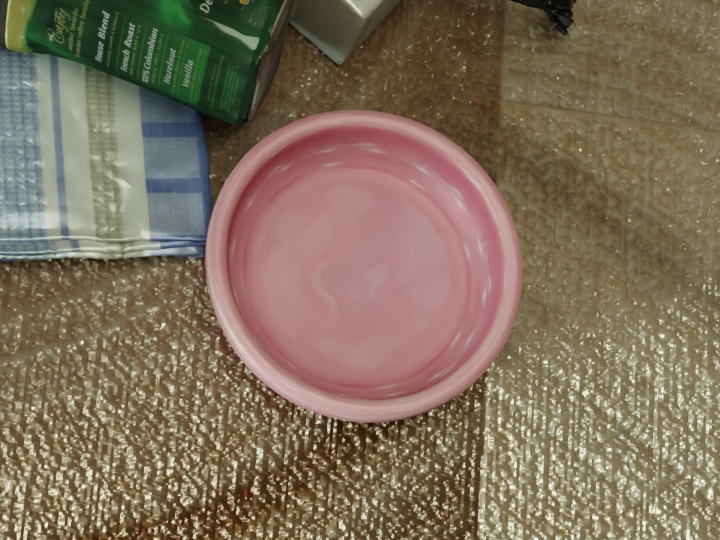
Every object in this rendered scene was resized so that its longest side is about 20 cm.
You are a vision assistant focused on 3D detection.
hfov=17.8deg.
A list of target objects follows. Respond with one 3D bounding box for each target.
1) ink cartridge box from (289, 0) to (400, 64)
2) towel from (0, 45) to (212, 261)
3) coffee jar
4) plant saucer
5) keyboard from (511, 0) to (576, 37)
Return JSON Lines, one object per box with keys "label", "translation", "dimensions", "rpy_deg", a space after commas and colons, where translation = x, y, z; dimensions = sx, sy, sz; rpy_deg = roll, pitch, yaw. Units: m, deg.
{"label": "ink cartridge box", "translation": [0.001, -0.260, 1.506], "dimensions": [0.146, 0.084, 0.200], "rpy_deg": [40, 69, 2]}
{"label": "towel", "translation": [-0.194, -0.072, 1.438], "dimensions": [0.199, 0.024, 0.147], "rpy_deg": [-2, 71, -15]}
{"label": "coffee jar", "translation": [-0.145, -0.168, 1.431], "dimensions": [0.199, 0.085, 0.104], "rpy_deg": [18, 47, 1]}
{"label": "plant saucer", "translation": [0.000, 0.000, 1.441], "dimensions": [0.200, 0.051, 0.201], "rpy_deg": [3, 73, -11]}
{"label": "keyboard", "translation": [0.108, -0.226, 1.495], "dimensions": [0.200, 0.021, 0.128], "rpy_deg": [12, 86, -45]}
